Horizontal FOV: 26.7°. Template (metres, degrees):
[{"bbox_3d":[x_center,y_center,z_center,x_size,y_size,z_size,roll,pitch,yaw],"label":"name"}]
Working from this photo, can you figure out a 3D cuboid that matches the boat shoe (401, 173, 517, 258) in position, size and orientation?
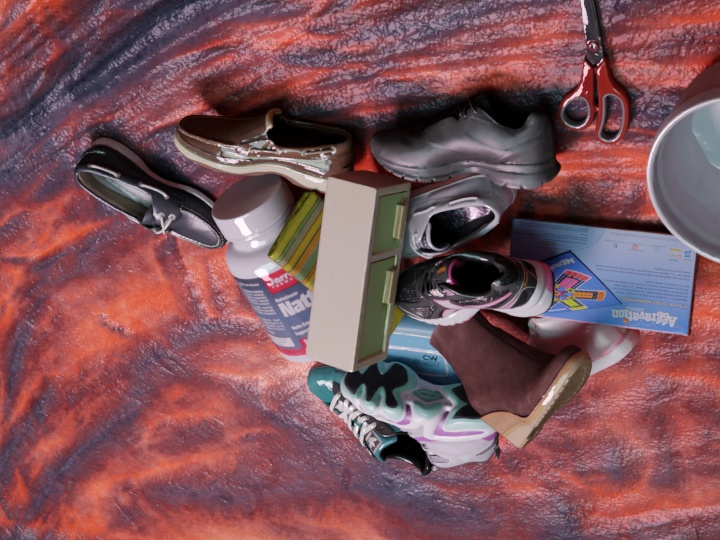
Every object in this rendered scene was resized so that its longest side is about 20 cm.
[{"bbox_3d":[0.086,-0.048,1.634,0.199,0.069,0.072,-19,121,41],"label":"boat shoe"}]

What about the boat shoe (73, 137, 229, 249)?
[{"bbox_3d":[-0.244,-0.076,1.780,0.199,0.061,0.076,30,136,-1],"label":"boat shoe"}]

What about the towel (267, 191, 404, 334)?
[{"bbox_3d":[-0.016,0.000,1.690,0.200,0.086,0.018,40,170,-36],"label":"towel"}]

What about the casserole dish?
[{"bbox_3d":[0.063,0.095,1.802,0.198,0.039,0.122,5,133,21],"label":"casserole dish"}]

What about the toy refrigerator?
[{"bbox_3d":[0.000,0.000,1.629,0.069,0.076,0.202,15,106,29],"label":"toy refrigerator"}]

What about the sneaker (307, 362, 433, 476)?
[{"bbox_3d":[0.018,0.182,1.871,0.199,0.080,0.072,26,138,3],"label":"sneaker"}]

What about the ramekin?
[{"bbox_3d":[0.374,-0.108,1.414,0.198,0.105,0.201,14,134,15],"label":"ramekin"}]

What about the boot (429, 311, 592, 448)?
[{"bbox_3d":[0.154,0.092,1.639,0.167,0.072,0.200,50,148,14],"label":"boot"}]

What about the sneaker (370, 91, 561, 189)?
[{"bbox_3d":[0.106,-0.140,1.552,0.198,0.076,0.091,3,122,15],"label":"sneaker"}]

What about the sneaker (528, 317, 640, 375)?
[{"bbox_3d":[0.208,0.083,1.695,0.105,0.076,0.200,42,132,-12],"label":"sneaker"}]

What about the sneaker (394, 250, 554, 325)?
[{"bbox_3d":[0.105,0.007,1.607,0.199,0.081,0.086,-10,158,41],"label":"sneaker"}]

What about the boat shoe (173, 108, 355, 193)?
[{"bbox_3d":[-0.101,-0.146,1.642,0.200,0.075,0.075,11,132,1],"label":"boat shoe"}]

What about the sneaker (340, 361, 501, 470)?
[{"bbox_3d":[0.073,0.186,1.800,0.198,0.078,0.141,15,141,21],"label":"sneaker"}]

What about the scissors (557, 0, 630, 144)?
[{"bbox_3d":[0.232,-0.207,1.461,0.073,0.014,0.201,16,134,16],"label":"scissors"}]

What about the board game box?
[{"bbox_3d":[0.252,0.005,1.597,0.198,0.019,0.104,7,94,21],"label":"board game box"}]

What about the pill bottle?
[{"bbox_3d":[-0.084,-0.006,1.721,0.119,0.120,0.201,-10,125,33],"label":"pill bottle"}]
